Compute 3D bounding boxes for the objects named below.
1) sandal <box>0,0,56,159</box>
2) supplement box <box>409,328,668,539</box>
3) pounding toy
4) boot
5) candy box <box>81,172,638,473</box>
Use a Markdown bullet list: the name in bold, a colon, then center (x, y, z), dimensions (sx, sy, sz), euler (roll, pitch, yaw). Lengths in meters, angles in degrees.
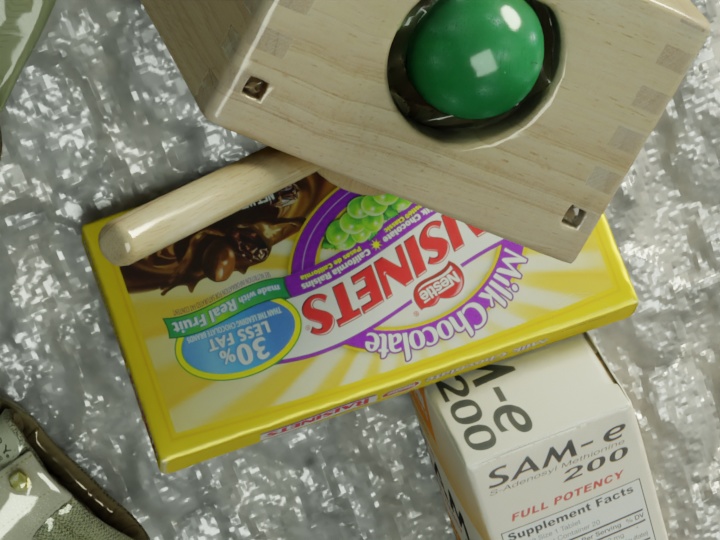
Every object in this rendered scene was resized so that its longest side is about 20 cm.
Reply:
- **sandal**: center (-0.164, -0.050, 1.029), dimensions (0.079, 0.057, 0.202), euler (12, 114, -24)
- **supplement box**: center (0.081, 0.111, 1.164), dimensions (0.073, 0.126, 0.201), euler (-21, 122, -5)
- **pounding toy**: center (-0.001, -0.080, 0.983), dimensions (0.183, 0.200, 0.143), euler (20, 111, -27)
- **boot**: center (-0.194, 0.107, 1.100), dimensions (0.155, 0.072, 0.200), euler (-44, 128, 9)
- **candy box**: center (0.000, 0.000, 1.096), dimensions (0.199, 0.026, 0.103), euler (-19, 79, -8)
